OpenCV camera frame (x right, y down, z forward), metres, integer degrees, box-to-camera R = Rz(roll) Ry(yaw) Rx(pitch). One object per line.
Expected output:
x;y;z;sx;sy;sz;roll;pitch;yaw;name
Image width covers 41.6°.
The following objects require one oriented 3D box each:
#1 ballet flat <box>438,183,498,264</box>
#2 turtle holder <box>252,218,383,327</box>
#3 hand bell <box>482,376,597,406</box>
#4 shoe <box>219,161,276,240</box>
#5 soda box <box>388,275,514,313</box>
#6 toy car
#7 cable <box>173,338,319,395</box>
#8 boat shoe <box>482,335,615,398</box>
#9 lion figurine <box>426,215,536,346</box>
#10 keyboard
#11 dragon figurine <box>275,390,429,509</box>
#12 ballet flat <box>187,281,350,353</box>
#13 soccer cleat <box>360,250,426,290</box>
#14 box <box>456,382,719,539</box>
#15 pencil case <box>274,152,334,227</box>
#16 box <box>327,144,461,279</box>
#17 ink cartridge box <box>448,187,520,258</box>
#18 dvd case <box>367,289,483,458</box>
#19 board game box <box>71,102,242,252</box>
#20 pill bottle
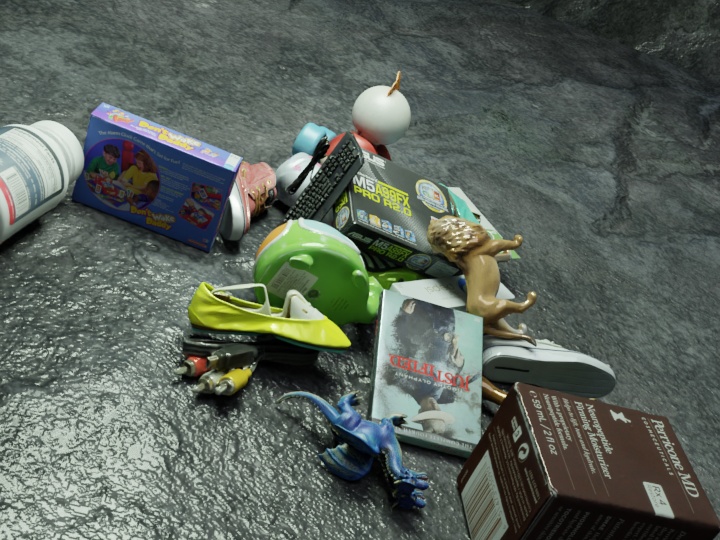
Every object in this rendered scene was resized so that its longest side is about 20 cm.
0.159;-0.061;1.440;0.070;0.067;0.200;7;34;-24;ballet flat
-0.048;0.002;1.225;0.185;0.141;0.132;1;36;-12;turtle holder
0.189;0.170;1.215;0.200;0.104;0.104;24;28;26;hand bell
-0.164;-0.108;1.387;0.091;0.072;0.200;4;31;-20;shoe
0.123;0.053;1.338;0.200;0.068;0.064;-6;42;-40;soda box
0.024;-0.227;1.541;0.184;0.200;0.177;32;9;5;toy car
-0.137;0.108;1.128;0.097;0.050;0.200;22;14;31;cable
0.258;0.123;1.318;0.199;0.074;0.067;14;35;-14;boat shoe
0.166;0.015;1.290;0.122;0.072;0.200;-4;66;-22;lion figurine
-0.069;-0.115;1.343;0.021;0.200;0.127;24;27;-33;keyboard
-0.007;0.190;1.050;0.200;0.059;0.099;26;30;1;dragon figurine
-0.105;0.052;1.134;0.199;0.067;0.067;10;7;-6;ballet flat
0.000;0.000;1.353;0.200;0.068;0.081;15;17;-20;soccer cleat
0.234;0.249;1.020;0.199;0.164;0.166;14;32;-16;box
-0.046;-0.094;1.435;0.083;0.091;0.200;-39;60;-23;pencil case
0.049;-0.083;1.357;0.200;0.044;0.161;22;44;-30;box
0.159;-0.058;1.544;0.104;0.059;0.200;0;38;-33;ink cartridge box
0.084;0.126;1.183;0.146;0.022;0.200;17;53;-12;dvd case
-0.274;-0.123;1.275;0.200;0.135;0.045;22;31;-4;board game box
-0.432;-0.112;1.164;0.119;0.120;0.200;26;30;4;pill bottle
